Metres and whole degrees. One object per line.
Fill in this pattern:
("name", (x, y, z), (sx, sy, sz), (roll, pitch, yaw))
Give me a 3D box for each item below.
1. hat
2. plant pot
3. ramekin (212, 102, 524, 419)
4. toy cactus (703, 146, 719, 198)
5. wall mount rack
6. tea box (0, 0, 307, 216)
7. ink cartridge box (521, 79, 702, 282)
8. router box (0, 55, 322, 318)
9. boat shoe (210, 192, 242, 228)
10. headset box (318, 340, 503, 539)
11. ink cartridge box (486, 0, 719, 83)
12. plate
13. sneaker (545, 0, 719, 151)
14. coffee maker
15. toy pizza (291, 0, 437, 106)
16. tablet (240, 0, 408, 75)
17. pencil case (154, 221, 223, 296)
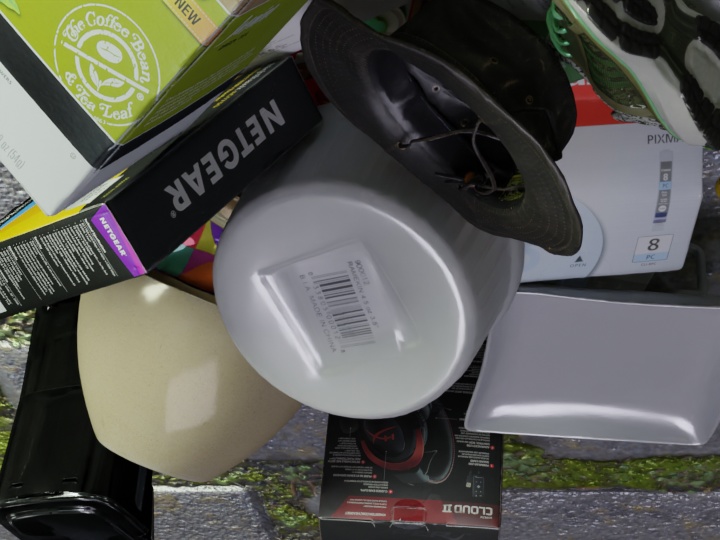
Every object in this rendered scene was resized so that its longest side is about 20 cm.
("hat", (0.063, -0.100, 0.844), (0.200, 0.081, 0.201), (39, 169, 9))
("plant pot", (-0.135, 0.081, 1.158), (0.199, 0.135, 0.200), (22, 180, 0))
("ramekin", (0.000, 0.000, 0.993), (0.199, 0.098, 0.202), (10, 124, 15))
("toy cactus", (0.287, -0.110, 0.939), (0.164, 0.103, 0.200), (-23, 144, 11))
("wall mount rack", (0.163, 0.019, 1.161), (0.172, 0.075, 0.201), (10, 145, -4))
("tea box", (-0.137, -0.175, 0.768), (0.200, 0.134, 0.197), (48, 126, -1))
("ink cartridge box", (0.151, -0.075, 1.005), (0.159, 0.048, 0.201), (-4, 139, -6))
("router box", (-0.133, -0.052, 0.932), (0.148, 0.200, 0.051), (-15, 112, 39))
("boat shoe", (-0.021, -0.054, 1.090), (0.198, 0.074, 0.063), (9, 139, -15))
("headset box", (0.045, 0.154, 1.263), (0.147, 0.201, 0.075), (2, 146, 4))
("ink cartridge box", (0.159, -0.200, 0.831), (0.199, 0.088, 0.145), (-16, 141, 32))
("plate", (0.187, 0.067, 1.143), (0.198, 0.033, 0.201), (4, 145, -1))
("sneaker", (0.124, -0.129, 0.811), (0.088, 0.077, 0.200), (-1, 146, 43))
("coffee maker", (-0.234, 0.121, 1.254), (0.134, 0.201, 0.192), (-26, 135, 36))
("toy pizza", (0.031, -0.133, 0.995), (0.198, 0.032, 0.201), (4, 146, 3))
("tablet", (-0.083, -0.145, 0.920), (0.199, 0.014, 0.130), (-17, 165, 41))
("pencil case", (-0.068, -0.012, 1.140), (0.199, 0.089, 0.088), (19, 144, -20))
